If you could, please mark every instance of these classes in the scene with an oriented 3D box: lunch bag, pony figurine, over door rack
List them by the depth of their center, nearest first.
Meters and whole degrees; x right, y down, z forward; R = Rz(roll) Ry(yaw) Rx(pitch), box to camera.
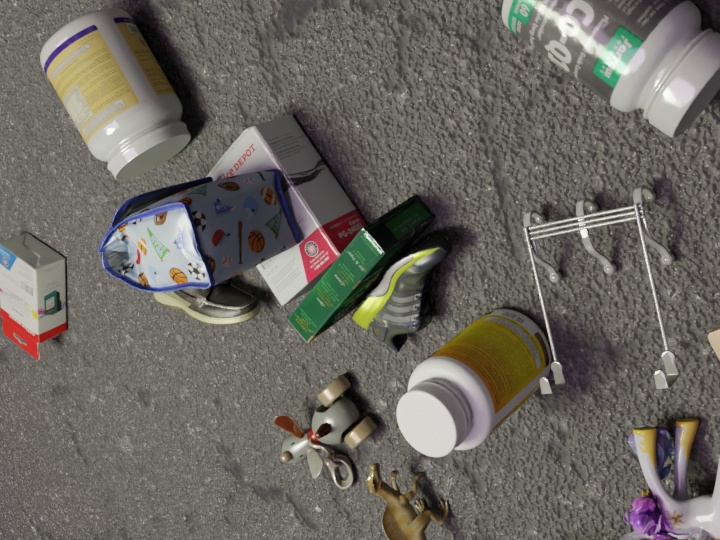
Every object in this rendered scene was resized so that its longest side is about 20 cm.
[{"bbox_3d":[0.253,0.025,0.995,0.147,0.066,0.203,-11,82,43],"label":"over door rack"},{"bbox_3d":[0.344,0.264,1.004,0.191,0.166,0.203,-6,91,33],"label":"pony figurine"},{"bbox_3d":[-0.207,-0.048,1.171,0.198,0.169,0.125,-9,101,43],"label":"lunch bag"}]

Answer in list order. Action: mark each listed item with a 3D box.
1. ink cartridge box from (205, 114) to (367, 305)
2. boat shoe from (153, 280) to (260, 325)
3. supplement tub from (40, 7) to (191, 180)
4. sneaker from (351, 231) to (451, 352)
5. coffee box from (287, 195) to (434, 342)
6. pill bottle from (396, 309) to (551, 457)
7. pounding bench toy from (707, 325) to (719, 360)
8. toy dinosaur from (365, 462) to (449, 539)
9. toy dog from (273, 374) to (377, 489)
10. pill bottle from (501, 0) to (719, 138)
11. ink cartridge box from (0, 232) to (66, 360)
[{"bbox_3d":[-0.097,-0.080,1.239,0.145,0.083,0.201,-38,83,44],"label":"ink cartridge box"},{"bbox_3d":[-0.234,0.027,1.395,0.199,0.072,0.067,13,122,35],"label":"boat shoe"},{"bbox_3d":[-0.339,-0.244,1.324,0.145,0.145,0.201,-31,89,44],"label":"supplement tub"},{"bbox_3d":[0.066,0.027,1.172,0.081,0.074,0.200,44,139,6],"label":"sneaker"},{"bbox_3d":[0.000,0.000,1.172,0.044,0.123,0.200,47,131,7],"label":"coffee box"},{"bbox_3d":[0.127,0.128,1.069,0.108,0.199,0.111,17,120,32],"label":"pill bottle"},{"bbox_3d":[0.431,0.053,0.809,0.199,0.155,0.125,-31,89,43],"label":"pounding bench toy"},{"bbox_3d":[0.071,0.344,1.285,0.058,0.101,0.201,-37,84,43],"label":"toy dinosaur"},{"bbox_3d":[-0.063,0.240,1.353,0.131,0.096,0.201,38,130,20],"label":"toy dog"},{"bbox_3d":[0.238,-0.220,0.872,0.200,0.113,0.114,41,131,18],"label":"pill bottle"},{"bbox_3d":[-0.601,0.049,1.735,0.115,0.067,0.202,29,126,27],"label":"ink cartridge box"}]
